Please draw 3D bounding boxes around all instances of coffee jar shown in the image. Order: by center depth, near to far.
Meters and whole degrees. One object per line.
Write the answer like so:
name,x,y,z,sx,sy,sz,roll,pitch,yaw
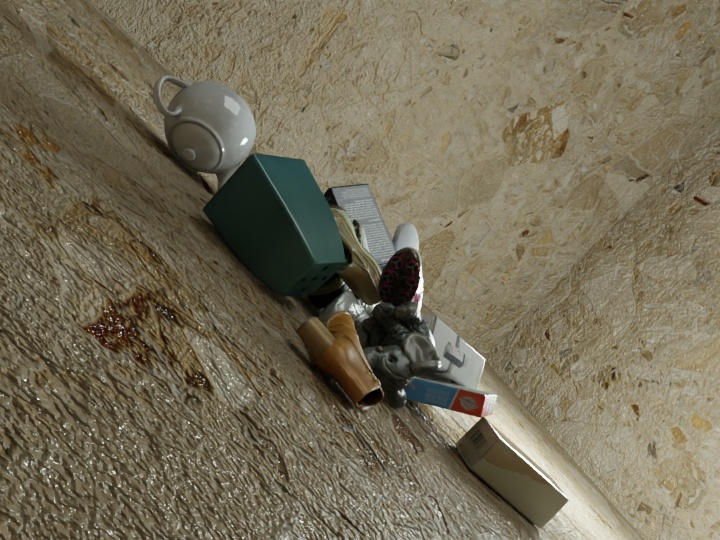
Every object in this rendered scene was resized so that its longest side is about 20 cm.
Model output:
coffee jar,-0.079,-0.034,1.486,0.201,0.085,0.104,68,28,-23

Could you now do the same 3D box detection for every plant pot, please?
plant pot,-0.126,-0.065,1.324,0.141,0.141,0.200,-3,54,-57

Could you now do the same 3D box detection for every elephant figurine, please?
elephant figurine,0.058,0.154,1.335,0.200,0.155,0.142,-86,174,-59

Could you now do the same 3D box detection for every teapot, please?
teapot,-0.313,-0.270,1.609,0.199,0.198,0.146,24,42,2

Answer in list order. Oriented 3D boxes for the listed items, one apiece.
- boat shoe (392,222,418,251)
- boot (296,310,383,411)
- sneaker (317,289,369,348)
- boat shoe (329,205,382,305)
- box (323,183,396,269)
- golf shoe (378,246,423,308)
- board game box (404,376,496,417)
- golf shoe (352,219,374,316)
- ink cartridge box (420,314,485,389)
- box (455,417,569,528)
boat shoe,0.079,-0.009,1.793,0.072,0.201,0.066,-10,19,-38
boot,-0.017,0.133,1.177,0.144,0.071,0.201,51,9,10
sneaker,-0.010,0.097,1.446,0.099,0.078,0.200,49,7,15
boat shoe,-0.023,-0.012,1.420,0.200,0.071,0.076,57,28,-19
box,-0.022,-0.064,1.770,0.107,0.148,0.201,-10,69,-34
golf shoe,0.074,0.037,1.440,0.072,0.201,0.092,19,35,15
board game box,0.165,0.232,1.507,0.152,0.040,0.200,12,-5,17
golf shoe,0.000,0.000,1.622,0.097,0.078,0.201,19,61,-42
ink cartridge box,0.134,0.166,1.622,0.145,0.085,0.200,-1,-31,41
box,0.274,0.366,1.473,0.200,0.078,0.095,42,4,-21
